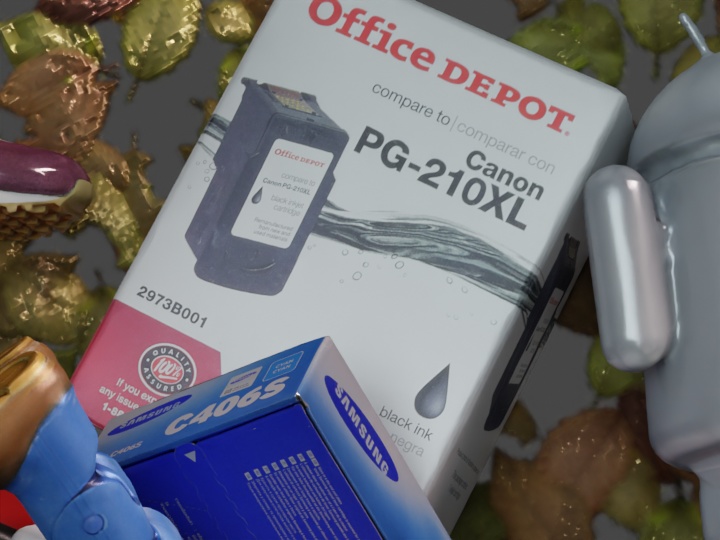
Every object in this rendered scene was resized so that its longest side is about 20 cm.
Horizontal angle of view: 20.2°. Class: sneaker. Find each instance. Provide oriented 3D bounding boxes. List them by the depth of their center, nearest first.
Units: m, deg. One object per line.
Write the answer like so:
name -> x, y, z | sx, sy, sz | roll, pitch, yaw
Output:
sneaker -> -0.202, -0.069, 0.842 | 0.199, 0.075, 0.091 | 9, 80, 12

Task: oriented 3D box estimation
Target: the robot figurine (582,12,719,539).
robot figurine -> 0.155, 0.003, 0.731 | 0.169, 0.113, 0.201 | 6, 73, -28

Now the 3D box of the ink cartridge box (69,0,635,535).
ink cartridge box -> 0.000, 0.000, 0.778 | 0.144, 0.084, 0.201 | 25, 83, 15

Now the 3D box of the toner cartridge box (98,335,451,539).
toner cartridge box -> -0.006, 0.127, 0.699 | 0.095, 0.043, 0.201 | -21, 110, 24

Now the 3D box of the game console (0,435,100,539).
game console -> -0.176, 0.113, 0.735 | 0.199, 0.119, 0.173 | 24, 77, -4

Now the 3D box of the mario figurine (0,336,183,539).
mario figurine -> -0.072, 0.125, 0.620 | 0.106, 0.124, 0.200 | -32, 101, 27
